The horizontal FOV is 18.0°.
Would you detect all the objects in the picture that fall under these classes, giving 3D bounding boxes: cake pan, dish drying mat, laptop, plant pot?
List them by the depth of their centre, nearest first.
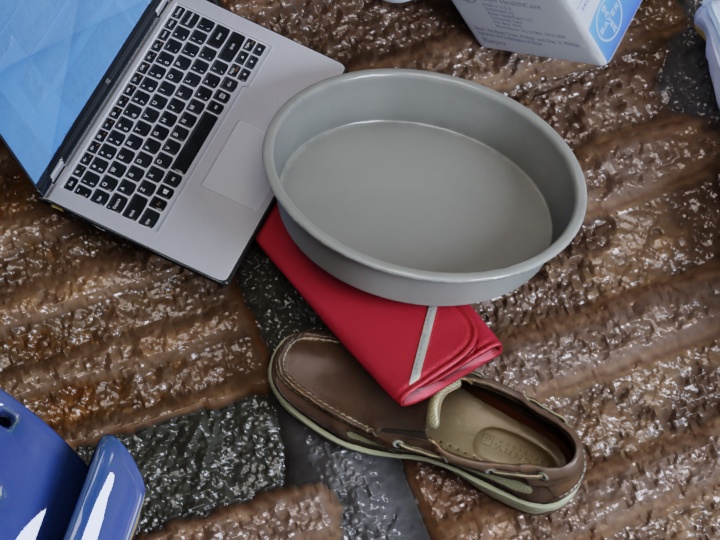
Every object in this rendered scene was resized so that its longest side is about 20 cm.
[{"bbox_3d":[-0.228,0.165,1.241,0.179,0.200,0.200,20,70,-5],"label":"plant pot"},{"bbox_3d":[0.000,0.000,1.377,0.077,0.018,0.200,-31,53,-14],"label":"dish drying mat"},{"bbox_3d":[-0.125,-0.128,1.382,0.200,0.116,0.187,25,59,4],"label":"laptop"},{"bbox_3d":[0.037,-0.049,1.385,0.200,0.037,0.200,7,41,-6],"label":"cake pan"}]

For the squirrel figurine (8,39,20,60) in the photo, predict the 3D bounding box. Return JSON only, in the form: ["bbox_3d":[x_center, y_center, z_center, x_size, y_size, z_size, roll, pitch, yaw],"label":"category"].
[{"bbox_3d":[-0.333,-0.133,1.336,0.200,0.187,0.142,44,107,24],"label":"squirrel figurine"}]

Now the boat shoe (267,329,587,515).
[{"bbox_3d":[0.043,0.079,1.361,0.202,0.075,0.075,19,70,2],"label":"boat shoe"}]

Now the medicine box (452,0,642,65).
[{"bbox_3d":[0.116,-0.262,1.415,0.103,0.200,0.182,15,66,37],"label":"medicine box"}]

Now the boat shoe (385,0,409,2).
[{"bbox_3d":[0.056,-0.273,1.482,0.075,0.086,0.202,27,70,5],"label":"boat shoe"}]

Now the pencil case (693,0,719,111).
[{"bbox_3d":[0.268,-0.086,1.434,0.091,0.083,0.200,0,69,-22],"label":"pencil case"}]
